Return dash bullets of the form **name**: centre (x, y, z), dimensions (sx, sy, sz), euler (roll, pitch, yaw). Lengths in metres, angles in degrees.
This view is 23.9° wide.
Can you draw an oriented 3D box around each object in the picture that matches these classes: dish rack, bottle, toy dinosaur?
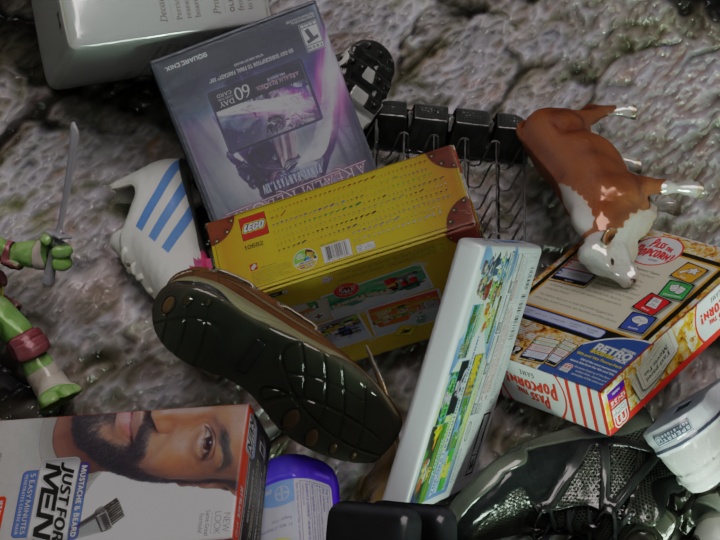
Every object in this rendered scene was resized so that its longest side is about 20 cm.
- **dish rack**: centre (0.074, -0.058, 1.468), dimensions (0.153, 0.055, 0.200), euler (5, 57, -3)
- **bottle**: centre (-0.049, 0.235, 1.228), dimensions (0.065, 0.084, 0.200), euler (24, 47, -36)
- **toy dinosaur**: centre (0.021, 0.164, 1.276), dimensions (0.058, 0.101, 0.200), euler (6, 55, -4)

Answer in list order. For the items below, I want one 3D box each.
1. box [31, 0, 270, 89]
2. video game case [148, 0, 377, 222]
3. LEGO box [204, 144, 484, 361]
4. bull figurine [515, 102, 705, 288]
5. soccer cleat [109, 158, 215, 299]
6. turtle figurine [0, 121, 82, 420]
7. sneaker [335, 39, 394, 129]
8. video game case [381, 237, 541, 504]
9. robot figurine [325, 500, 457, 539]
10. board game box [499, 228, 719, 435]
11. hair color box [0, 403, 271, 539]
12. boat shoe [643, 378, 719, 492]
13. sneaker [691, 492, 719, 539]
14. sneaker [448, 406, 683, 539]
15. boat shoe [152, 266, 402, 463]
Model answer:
- **box**: centre (-0.193, -0.274, 1.444), dimensions (0.171, 0.199, 0.200), euler (-12, 90, -16)
- **video game case**: centre (-0.069, -0.100, 1.377), dimensions (0.143, 0.019, 0.200), euler (-22, 99, -6)
- **LEGO box**: centre (0.000, 0.000, 1.320), dimensions (0.200, 0.149, 0.077), euler (-17, 58, 4)
- **bull figurine**: centre (0.206, -0.071, 1.417), dimensions (0.121, 0.065, 0.200), euler (-7, 47, -23)
- **soccer cleat**: centre (-0.158, -0.002, 1.392), dimensions (0.086, 0.070, 0.200), euler (-15, 56, 2)
- **turtle figurine**: centre (-0.288, 0.019, 1.286), dimensions (0.144, 0.200, 0.194), euler (-17, 81, -55)
- **sneaker**: centre (-0.044, -0.109, 1.477), dimensions (0.066, 0.090, 0.200), euler (36, 72, -29)
- **video game case**: centre (0.077, 0.074, 1.248), dimensions (0.022, 0.182, 0.200), euler (18, 96, 18)
- **robot figurine**: centre (0.015, 0.253, 1.121), dimensions (0.150, 0.125, 0.200), euler (3, 85, -13)
- **board game box**: centre (0.202, 0.039, 1.377), dimensions (0.200, 0.046, 0.151), euler (-37, 37, -29)
- **hair color box**: centre (-0.172, 0.163, 1.231), dimensions (0.200, 0.064, 0.111), euler (-5, 54, 13)
- **boat shoe**: centre (0.280, 0.135, 1.318), dimensions (0.075, 0.202, 0.086), euler (-32, 84, 19)
- **sneaker**: centre (0.353, 0.230, 1.304), dimensions (0.200, 0.074, 0.089), euler (4, 55, 6)
- **sneaker**: centre (0.166, 0.182, 1.302), dimensions (0.199, 0.076, 0.114), euler (-17, 54, -25)
- **boat shoe**: centre (-0.054, 0.059, 1.222), dimensions (0.200, 0.076, 0.074), euler (37, 23, -11)
